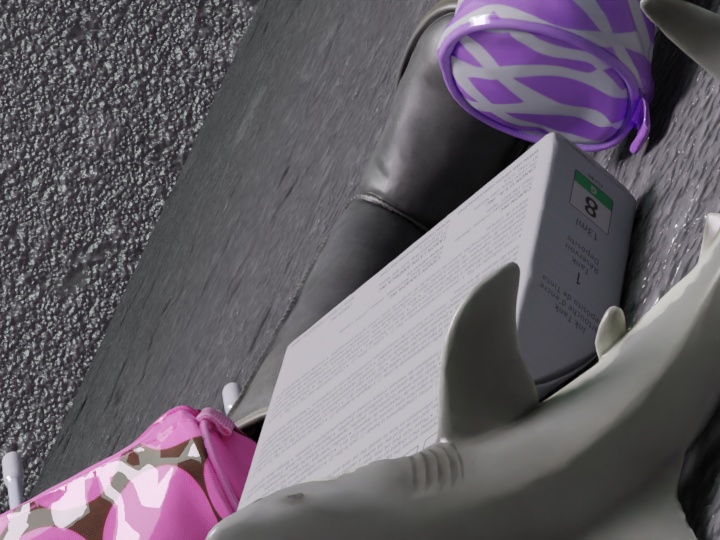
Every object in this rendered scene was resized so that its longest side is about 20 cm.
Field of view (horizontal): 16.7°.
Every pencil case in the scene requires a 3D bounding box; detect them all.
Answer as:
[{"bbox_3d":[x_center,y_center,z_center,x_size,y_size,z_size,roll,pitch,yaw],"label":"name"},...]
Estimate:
[{"bbox_3d":[-0.116,0.123,0.951,0.199,0.094,0.091,-28,-5,13],"label":"pencil case"},{"bbox_3d":[0.095,-0.142,0.929,0.084,0.085,0.201,112,180,-66],"label":"pencil case"}]

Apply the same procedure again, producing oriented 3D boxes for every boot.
[{"bbox_3d":[0.002,0.000,1.025,0.200,0.072,0.182,-50,-18,-47],"label":"boot"}]

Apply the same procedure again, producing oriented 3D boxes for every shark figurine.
[{"bbox_3d":[0.077,0.037,0.651,0.215,0.128,0.090,-47,36,3],"label":"shark figurine"}]

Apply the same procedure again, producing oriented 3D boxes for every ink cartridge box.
[{"bbox_3d":[0.016,0.066,0.832,0.161,0.050,0.201,-39,25,38],"label":"ink cartridge box"}]

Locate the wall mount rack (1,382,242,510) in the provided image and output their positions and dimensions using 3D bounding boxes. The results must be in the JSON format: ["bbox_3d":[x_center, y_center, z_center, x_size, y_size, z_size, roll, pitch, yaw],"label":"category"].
[{"bbox_3d":[-0.108,0.105,1.124,0.174,0.199,0.075,92,162,-88],"label":"wall mount rack"}]
